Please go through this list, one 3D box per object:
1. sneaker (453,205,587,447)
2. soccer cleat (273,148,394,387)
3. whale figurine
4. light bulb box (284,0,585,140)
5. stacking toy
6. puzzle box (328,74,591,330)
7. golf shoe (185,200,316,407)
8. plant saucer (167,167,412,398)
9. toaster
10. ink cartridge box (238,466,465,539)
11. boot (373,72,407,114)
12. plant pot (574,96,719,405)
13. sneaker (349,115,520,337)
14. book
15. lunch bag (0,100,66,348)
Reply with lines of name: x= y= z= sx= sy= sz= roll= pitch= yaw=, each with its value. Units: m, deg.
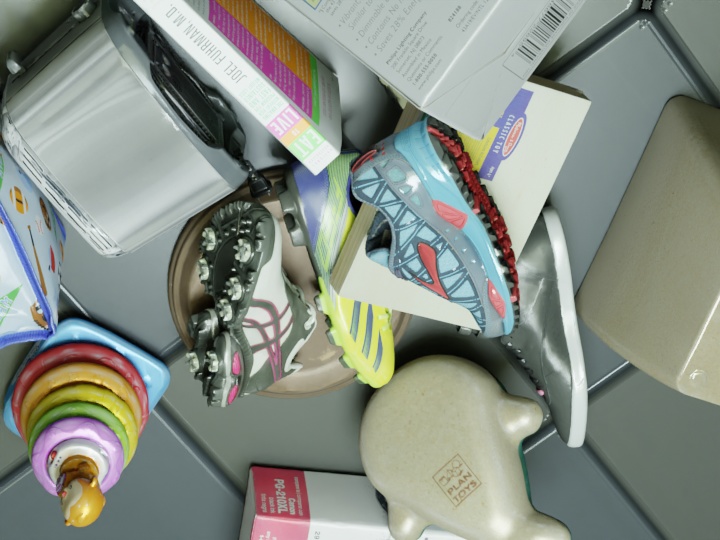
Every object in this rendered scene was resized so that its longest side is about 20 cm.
sneaker: x=0.124 y=0.052 z=1.692 sx=0.099 sy=0.071 sz=0.201 roll=-11 pitch=109 yaw=1
soccer cleat: x=0.000 y=0.000 z=1.624 sx=0.083 sy=0.065 sz=0.201 roll=-21 pitch=115 yaw=-1
whale figurine: x=0.090 y=0.161 z=1.681 sx=0.159 sy=0.200 sz=0.104 roll=-45 pitch=156 yaw=12
light bulb box: x=0.048 y=-0.231 z=1.454 sx=0.200 sy=0.125 sz=0.199 roll=40 pitch=98 yaw=22
stacking toy: x=-0.212 y=0.134 z=1.617 sx=0.109 sy=0.200 sz=0.116 roll=29 pitch=109 yaw=-18
puzzle box: x=0.073 y=-0.058 z=1.576 sx=0.133 sy=0.025 sz=0.201 roll=15 pitch=110 yaw=-28
golf shoe: x=-0.077 y=0.017 z=1.605 sx=0.088 sy=0.077 sz=0.200 roll=-11 pitch=143 yaw=-23
plant saucer: x=-0.052 y=0.016 z=1.676 sx=0.199 sy=0.030 sz=0.201 roll=-2 pitch=115 yaw=-4
toaster: x=-0.172 y=-0.100 z=1.565 sx=0.129 sy=0.114 sz=0.200 roll=-33 pitch=118 yaw=13
ink cartridge box: x=-0.001 y=0.251 z=1.757 sx=0.199 sy=0.084 sz=0.145 roll=6 pitch=114 yaw=-9
boot: x=0.087 y=-0.184 z=1.571 sx=0.168 sy=0.076 sz=0.200 roll=-33 pitch=108 yaw=13
plant pot: x=0.304 y=0.015 z=1.632 sx=0.199 sy=0.177 sz=0.201 roll=18 pitch=112 yaw=-14
sneaker: x=0.052 y=-0.025 z=1.539 sx=0.095 sy=0.079 sz=0.200 roll=-18 pitch=128 yaw=15
book: x=-0.095 y=-0.167 z=1.529 sx=0.048 sy=0.134 sz=0.200 roll=-41 pitch=112 yaw=13
lunch bag: x=-0.298 y=-0.058 z=1.538 sx=0.123 sy=0.170 sz=0.201 roll=-17 pitch=117 yaw=0
